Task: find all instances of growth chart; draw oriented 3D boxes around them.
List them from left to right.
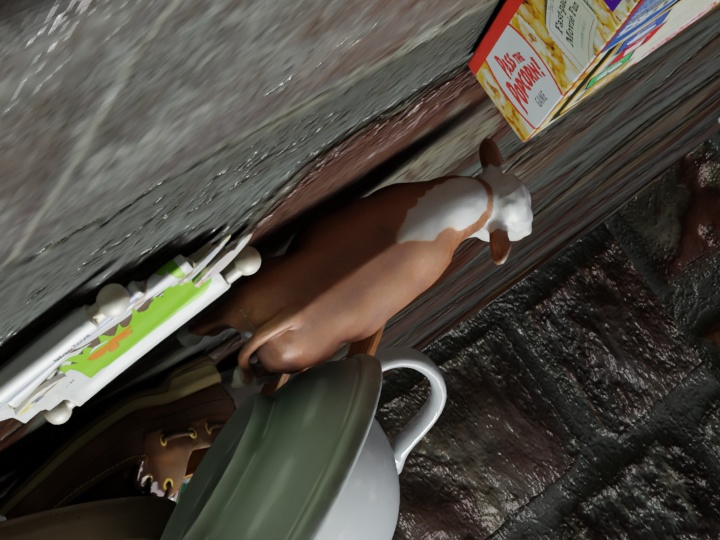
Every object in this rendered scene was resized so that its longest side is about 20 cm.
[{"bbox_3d":[-0.113,0.032,0.819,0.144,0.018,0.200,-38,176,12],"label":"growth chart"}]

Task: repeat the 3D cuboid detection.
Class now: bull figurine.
[{"bbox_3d":[0.000,0.000,1.001,0.199,0.066,0.121,-27,177,-37],"label":"bull figurine"}]

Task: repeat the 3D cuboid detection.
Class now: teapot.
[{"bbox_3d":[-0.063,0.134,1.365,0.147,0.196,0.201,82,30,-44],"label":"teapot"}]

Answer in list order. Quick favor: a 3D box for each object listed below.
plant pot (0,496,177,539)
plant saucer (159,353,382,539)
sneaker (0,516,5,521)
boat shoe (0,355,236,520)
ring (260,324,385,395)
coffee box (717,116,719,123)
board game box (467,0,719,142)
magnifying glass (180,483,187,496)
[{"bbox_3d":[-0.185,0.197,1.066,0.199,0.094,0.201,-17,166,-4],"label":"plant pot"},{"bbox_3d":[-0.060,0.121,1.004,0.201,0.050,0.200,-57,-171,14],"label":"plant saucer"},{"bbox_3d":[-0.172,0.178,1.218,0.200,0.115,0.073,-36,174,-18],"label":"sneaker"},{"bbox_3d":[-0.131,0.112,1.137,0.072,0.068,0.200,-39,174,33],"label":"boat shoe"},{"bbox_3d":[-0.025,0.068,1.160,0.201,0.019,0.201,-56,-164,25],"label":"ring"},{"bbox_3d":[0.719,-0.237,3.013,0.199,0.201,0.198,-31,173,-41],"label":"coffee box"},{"bbox_3d":[0.129,-0.132,0.768,0.151,0.046,0.200,-36,175,-12],"label":"board game box"},{"bbox_3d":[-0.082,0.153,1.259,0.199,0.080,0.022,-30,-157,36],"label":"magnifying glass"}]
